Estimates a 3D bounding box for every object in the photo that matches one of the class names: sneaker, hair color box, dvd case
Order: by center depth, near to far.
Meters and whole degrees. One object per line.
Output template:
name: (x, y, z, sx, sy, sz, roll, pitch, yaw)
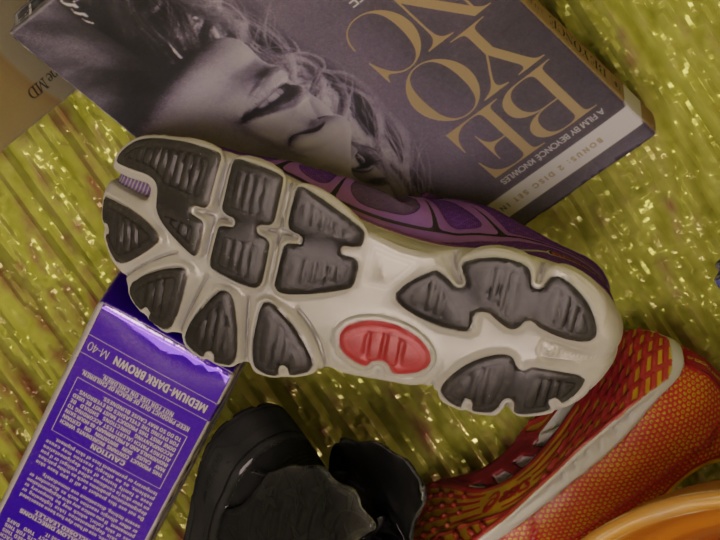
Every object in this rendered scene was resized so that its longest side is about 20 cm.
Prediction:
dvd case: (-0.008, -0.072, 0.918, 0.148, 0.016, 0.200, -35, 123, 24)
sneaker: (0.000, 0.000, 0.924, 0.199, 0.083, 0.081, 18, 110, 2)
sneaker: (-0.026, 0.134, 1.002, 0.104, 0.060, 0.201, 44, 138, 35)
hair color box: (-0.103, 0.081, 1.006, 0.065, 0.109, 0.201, 29, 117, -2)
sneaker: (0.074, 0.106, 1.007, 0.077, 0.073, 0.200, 38, 121, -24)

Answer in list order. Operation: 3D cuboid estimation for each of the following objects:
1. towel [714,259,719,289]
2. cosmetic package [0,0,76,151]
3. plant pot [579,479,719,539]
towel: (0.241, -0.007, 0.864, 0.200, 0.024, 0.145, -39, 97, 24)
cosmetic package: (-0.196, -0.124, 0.921, 0.071, 0.105, 0.201, -21, 109, 46)
plant pot: (0.164, 0.170, 0.935, 0.199, 0.183, 0.202, 1, 94, 20)
